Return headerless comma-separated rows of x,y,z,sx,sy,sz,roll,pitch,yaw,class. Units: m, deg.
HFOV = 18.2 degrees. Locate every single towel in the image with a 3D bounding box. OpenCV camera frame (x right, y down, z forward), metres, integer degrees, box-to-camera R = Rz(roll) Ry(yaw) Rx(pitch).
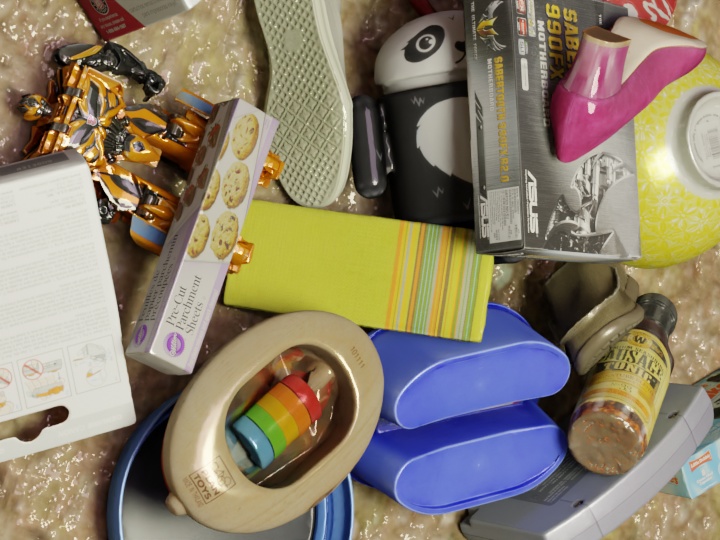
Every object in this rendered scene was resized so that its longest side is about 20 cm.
0.000,0.000,1.697,0.198,0.018,0.087,8,76,5,towel

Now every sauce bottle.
0.214,0.084,1.796,0.066,0.066,0.200,54,31,-17,sauce bottle

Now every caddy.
0.069,0.104,1.746,0.199,0.105,0.143,-11,114,-27,caddy

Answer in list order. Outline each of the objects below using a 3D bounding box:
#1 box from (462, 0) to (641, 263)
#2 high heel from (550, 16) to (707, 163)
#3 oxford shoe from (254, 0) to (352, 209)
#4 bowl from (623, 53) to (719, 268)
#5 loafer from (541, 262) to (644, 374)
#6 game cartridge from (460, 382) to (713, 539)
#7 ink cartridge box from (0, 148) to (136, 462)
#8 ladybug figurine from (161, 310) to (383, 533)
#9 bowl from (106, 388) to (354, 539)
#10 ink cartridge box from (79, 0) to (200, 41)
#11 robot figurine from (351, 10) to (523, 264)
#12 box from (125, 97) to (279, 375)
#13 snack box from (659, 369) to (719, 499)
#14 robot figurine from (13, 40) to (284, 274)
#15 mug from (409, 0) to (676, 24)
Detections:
0.146,-0.108,1.703,0.158,0.048,0.202,5,81,-49,box
0.203,-0.136,1.706,0.200,0.067,0.097,-21,131,-62,high heel
-0.038,-0.149,1.722,0.058,0.075,0.202,-16,98,-67,oxford shoe
0.269,-0.103,1.881,0.199,0.107,0.202,2,86,-32,bowl
0.179,0.026,1.792,0.076,0.200,0.067,-44,93,10,loafer
0.186,0.158,1.796,0.200,0.133,0.041,-39,109,-27,game cartridge
-0.251,0.030,1.573,0.159,0.047,0.202,-15,112,-16,ink cartridge box
-0.071,0.110,1.629,0.200,0.072,0.136,-36,104,-29,ladybug figurine
-0.098,0.180,1.673,0.199,0.039,0.203,3,85,-32,bowl
-0.158,-0.294,1.607,0.144,0.145,0.201,-40,106,-27,ink cartridge box
0.078,-0.101,1.750,0.150,0.124,0.202,-12,93,-56,robot figurine
-0.112,-0.025,1.610,0.041,0.039,0.201,28,72,-29,box
0.302,0.126,1.878,0.199,0.116,0.037,-27,107,-31,snack box
-0.158,-0.082,1.642,0.199,0.058,0.146,27,72,-28,robot figurine
0.140,-0.254,1.823,0.200,0.177,0.134,46,28,-25,mug
